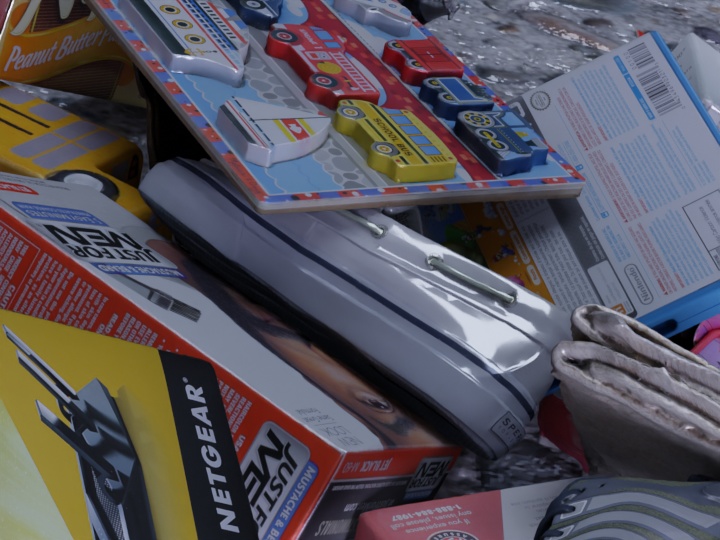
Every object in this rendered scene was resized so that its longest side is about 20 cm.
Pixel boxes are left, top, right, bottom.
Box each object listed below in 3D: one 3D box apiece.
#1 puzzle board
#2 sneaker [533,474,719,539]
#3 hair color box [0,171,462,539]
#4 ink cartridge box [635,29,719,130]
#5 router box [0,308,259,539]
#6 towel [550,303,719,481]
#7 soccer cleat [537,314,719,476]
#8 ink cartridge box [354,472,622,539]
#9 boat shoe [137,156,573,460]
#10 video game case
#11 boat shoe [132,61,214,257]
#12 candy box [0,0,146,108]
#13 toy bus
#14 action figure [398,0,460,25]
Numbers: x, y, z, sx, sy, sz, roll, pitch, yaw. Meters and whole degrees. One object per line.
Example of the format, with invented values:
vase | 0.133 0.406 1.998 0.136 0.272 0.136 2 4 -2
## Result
puzzle board | -0.017 -0.084 0.847 0.150 0.017 0.200 -4 34 -30
sneaker | 0.071 0.105 0.610 0.199 0.074 0.081 -3 23 -41
hair color box | -0.072 0.037 0.751 0.200 0.064 0.111 35 11 22
ink cartridge box | 0.236 -0.053 1.054 0.200 0.044 0.174 34 26 -13
router box | -0.094 0.103 0.565 0.157 0.052 0.201 17 43 -41
towel | 0.139 0.077 0.732 0.132 0.200 0.035 27 75 20
soccer cleat | 0.160 0.039 0.893 0.199 0.077 0.067 -11 37 -37
ink cartridge box | 0.088 0.155 0.660 0.116 0.068 0.200 -4 32 -30
boat shoe | 0.000 0.000 0.800 0.200 0.074 0.067 35 77 26
video game case | 0.061 -0.008 0.834 0.199 0.018 0.143 -26 49 4
boat shoe | -0.066 -0.099 0.941 0.072 0.072 0.201 36 41 -53
candy box | -0.132 -0.147 0.989 0.055 0.116 0.200 24 8 21
toy bus | -0.170 -0.043 0.905 0.199 0.065 0.078 25 28 20
action figure | 0.009 -0.115 1.071 0.102 0.119 0.200 6 32 28
